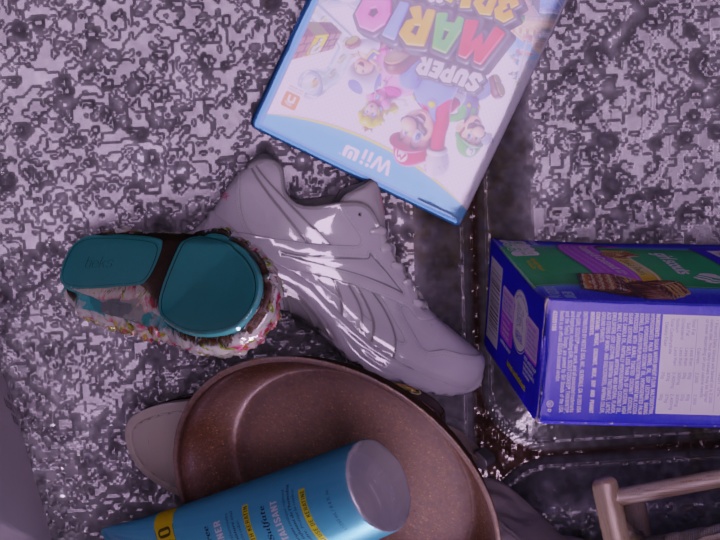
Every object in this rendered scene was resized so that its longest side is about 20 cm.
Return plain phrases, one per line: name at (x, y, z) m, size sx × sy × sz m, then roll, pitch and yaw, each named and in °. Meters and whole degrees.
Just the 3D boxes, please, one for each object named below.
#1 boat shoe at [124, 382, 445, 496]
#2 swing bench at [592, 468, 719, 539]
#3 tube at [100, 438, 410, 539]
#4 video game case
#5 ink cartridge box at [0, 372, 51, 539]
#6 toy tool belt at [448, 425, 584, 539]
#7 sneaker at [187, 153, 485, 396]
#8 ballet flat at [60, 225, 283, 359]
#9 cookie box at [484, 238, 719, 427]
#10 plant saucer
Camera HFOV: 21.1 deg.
boat shoe at (-0.046, 0.097, 1.147) m, size 0.198 × 0.060 × 0.072 m, roll -3°, pitch 114°, yaw 28°
swing bench at (0.248, 0.202, 1.071) m, size 0.197 × 0.130 × 0.202 m, roll -13°, pitch 74°, yaw 14°
tube at (-0.061, 0.148, 1.065) m, size 0.199 × 0.050 × 0.078 m, roll -28°, pitch 84°, yaw 36°
video game case at (0.039, -0.147, 1.162) m, size 0.142 × 0.018 × 0.201 m, roll 25°, pitch 96°, yaw -10°
ink cartridge box at (-0.296, 0.115, 1.083) m, size 0.198 × 0.147 × 0.146 m, roll -20°, pitch 77°, yaw -1°
toy tool belt at (0.061, 0.194, 1.165) m, size 0.200 × 0.125 × 0.123 m, roll 41°, pitch 111°, yaw 14°
sneaker at (0.000, 0.000, 1.154) m, size 0.199 × 0.078 × 0.100 m, roll 31°, pitch 92°, yaw -11°
ballet flat at (-0.095, 0.014, 1.099) m, size 0.064 × 0.199 × 0.076 m, roll 37°, pitch 76°, yaw -38°
cookie box at (0.185, 0.034, 1.131) m, size 0.198 × 0.171 × 0.076 m, roll 2°, pitch 102°, yaw -7°
plant saucer at (-0.009, 0.124, 1.082) m, size 0.199 × 0.037 × 0.202 m, roll 13°, pitch 125°, yaw 20°
